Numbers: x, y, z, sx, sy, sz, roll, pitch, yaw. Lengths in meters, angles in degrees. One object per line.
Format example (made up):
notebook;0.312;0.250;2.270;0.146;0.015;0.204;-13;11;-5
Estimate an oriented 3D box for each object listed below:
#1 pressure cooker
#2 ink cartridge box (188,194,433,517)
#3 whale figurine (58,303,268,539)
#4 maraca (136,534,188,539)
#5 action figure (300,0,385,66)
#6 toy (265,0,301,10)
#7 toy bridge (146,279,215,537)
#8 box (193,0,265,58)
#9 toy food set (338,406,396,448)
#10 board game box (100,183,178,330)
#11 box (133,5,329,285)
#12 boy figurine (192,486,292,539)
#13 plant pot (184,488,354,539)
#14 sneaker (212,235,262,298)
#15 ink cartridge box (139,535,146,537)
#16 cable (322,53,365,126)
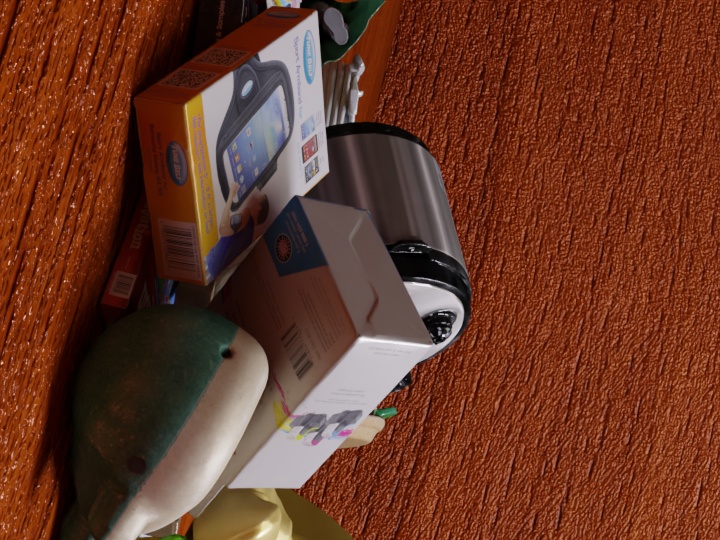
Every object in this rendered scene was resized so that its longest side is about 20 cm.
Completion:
pressure cooker;0.003;-0.001;1.171;0.178;0.175;0.202;-40;-130;37
ink cartridge box;-0.053;0.063;0.917;0.200;0.067;0.116;-49;-129;32
whale figurine;-0.141;0.102;0.854;0.200;0.103;0.160;-49;-169;35
maraca;-0.157;0.264;0.941;0.137;0.106;0.202;-34;146;-52
action figure;-0.045;-0.215;1.213;0.118;0.055;0.200;-41;-159;5
toy;-0.044;-0.222;1.011;0.116;0.047;0.202;-83;173;-61
toy bridge;-0.133;0.098;1.031;0.067;0.027;0.202;-90;-170;-73
box;-0.092;-0.120;1.012;0.200;0.036;0.145;-44;140;-83
toy food set;-0.069;0.126;1.217;0.198;0.198;0.049;154;-61;-65
board game box;-0.146;0.027;0.952;0.201;0.019;0.104;99;6;-61
box;-0.071;-0.089;0.900;0.200;0.041;0.120;-46;139;-51
boy figurine;-0.087;0.175;1.016;0.200;0.064;0.125;-127;-167;-79
plant pot;-0.071;0.317;1.281;0.196;0.199;0.195;-61;-166;2
sneaker;-0.096;0.019;1.065;0.200;0.075;0.082;133;-25;-58
ink cartridge box;-0.184;0.218;1.109;0.162;0.050;0.202;90;-4;-78
cable;-0.054;-0.120;1.439;0.200;0.068;0.202;177;-75;-82
